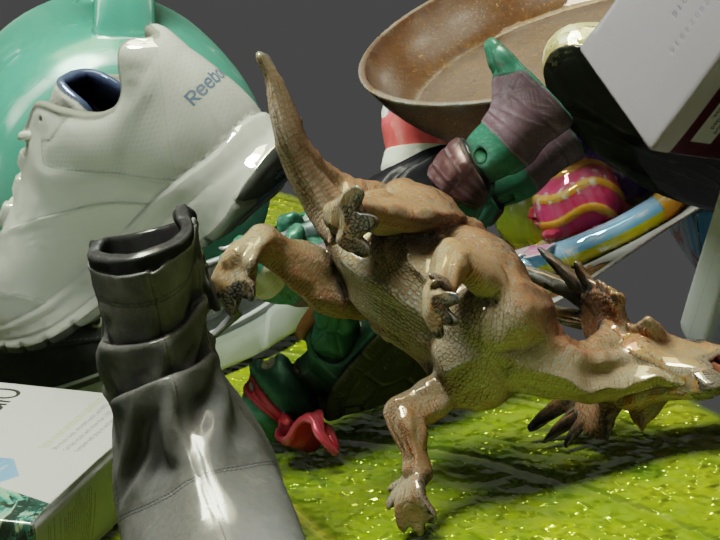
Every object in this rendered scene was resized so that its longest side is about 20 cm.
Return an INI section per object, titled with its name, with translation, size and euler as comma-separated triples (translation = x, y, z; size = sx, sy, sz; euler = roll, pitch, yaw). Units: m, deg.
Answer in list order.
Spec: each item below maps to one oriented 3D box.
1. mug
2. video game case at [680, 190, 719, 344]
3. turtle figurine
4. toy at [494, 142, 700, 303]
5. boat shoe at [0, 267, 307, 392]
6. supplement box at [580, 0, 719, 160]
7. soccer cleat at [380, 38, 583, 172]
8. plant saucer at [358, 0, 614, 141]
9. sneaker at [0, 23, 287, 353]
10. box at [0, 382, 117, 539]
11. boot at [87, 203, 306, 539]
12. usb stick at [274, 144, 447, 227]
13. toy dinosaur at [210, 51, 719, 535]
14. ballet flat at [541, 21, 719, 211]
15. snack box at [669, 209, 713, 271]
[mug]
translation = -0.125, -0.061, 1.426
size = 0.152, 0.185, 0.114
euler = -31, 18, -1
[video game case]
translation = 0.221, -0.059, 1.144
size = 0.182, 0.200, 0.023
euler = -17, 53, -21
[turtle figurine]
translation = 0.000, 0.000, 1.180
size = 0.200, 0.101, 0.150
euler = -43, 5, -1
[toy]
translation = 0.082, -0.022, 1.284
size = 0.200, 0.047, 0.115
euler = -36, 15, -33
[boat shoe]
translation = -0.097, 0.021, 1.323
size = 0.069, 0.057, 0.200
euler = 0, 17, 44
[supplement box]
translation = 0.194, -0.094, 1.152
size = 0.200, 0.109, 0.061
euler = 6, 41, -41
[soccer cleat]
translation = 0.106, -0.069, 1.424
size = 0.199, 0.073, 0.068
euler = 1, -7, -18
[plant saucer]
translation = 0.099, -0.102, 1.327
size = 0.200, 0.035, 0.200
euler = -15, 22, 6
[sneaker]
translation = -0.102, -0.033, 1.187
size = 0.200, 0.087, 0.075
euler = -34, 7, 43
[box]
translation = -0.187, 0.074, 1.124
size = 0.199, 0.036, 0.144
euler = 4, 16, 15
[boot]
translation = -0.059, 0.053, 0.966
size = 0.070, 0.132, 0.200
euler = -13, 12, -11
[usb stick]
translation = -0.002, -0.022, 1.380
size = 0.055, 0.033, 0.200
euler = -28, 2, -23
[toy dinosaur]
translation = 0.033, 0.006, 1.078
size = 0.135, 0.200, 0.086
euler = -24, -24, -55
[ballet flat]
translation = 0.156, -0.057, 1.227
size = 0.200, 0.057, 0.066
euler = 24, -32, -26
[snack box]
translation = 0.240, -0.040, 1.335
size = 0.199, 0.037, 0.116
euler = -12, 12, 1
